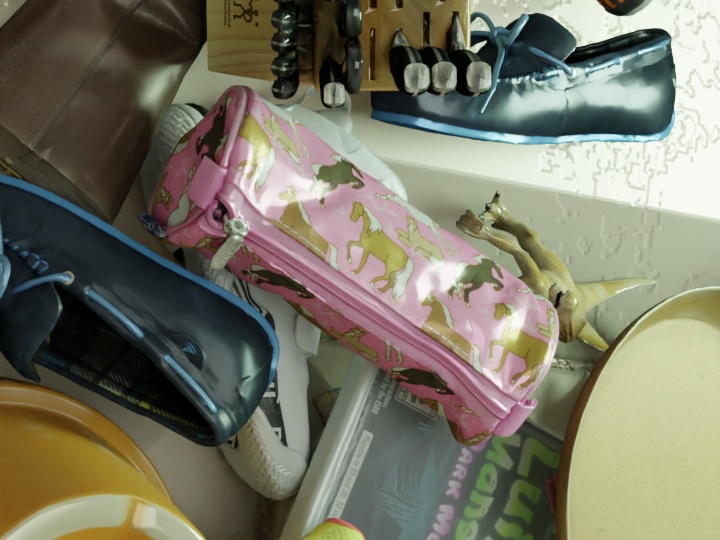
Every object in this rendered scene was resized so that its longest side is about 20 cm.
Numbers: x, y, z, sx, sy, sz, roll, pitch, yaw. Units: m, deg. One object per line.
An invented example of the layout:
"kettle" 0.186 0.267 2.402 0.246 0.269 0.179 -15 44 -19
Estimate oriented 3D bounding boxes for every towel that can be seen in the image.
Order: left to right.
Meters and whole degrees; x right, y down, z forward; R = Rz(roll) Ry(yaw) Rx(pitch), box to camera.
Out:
"towel" 0.154 0.191 0.986 0.144 0.023 0.200 -7 98 -39

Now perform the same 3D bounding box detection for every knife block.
"knife block" 0.024 -0.116 0.851 0.200 0.175 0.064 -16 113 -48

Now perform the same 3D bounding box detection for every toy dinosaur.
"toy dinosaur" 0.094 0.011 1.006 0.101 0.200 0.058 37 103 11

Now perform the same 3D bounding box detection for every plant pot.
"plant pot" -0.146 0.148 0.814 0.200 0.183 0.200 0 91 -29
"plant pot" 0.163 0.107 0.956 0.200 0.027 0.200 -4 96 -41

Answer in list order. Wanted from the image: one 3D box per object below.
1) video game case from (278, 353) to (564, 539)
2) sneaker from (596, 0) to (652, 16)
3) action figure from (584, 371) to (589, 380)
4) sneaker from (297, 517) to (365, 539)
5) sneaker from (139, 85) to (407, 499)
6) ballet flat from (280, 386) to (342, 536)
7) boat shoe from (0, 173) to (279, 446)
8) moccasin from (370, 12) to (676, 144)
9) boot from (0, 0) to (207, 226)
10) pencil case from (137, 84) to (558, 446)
"video game case" 0.039 0.160 0.937 0.182 0.023 0.200 30 73 -26
"sneaker" 0.116 -0.239 1.029 0.112 0.078 0.200 9 75 -25
"action figure" 0.210 0.070 1.075 0.200 0.069 0.130 -29 90 -32
"sneaker" 0.029 0.193 0.874 0.200 0.078 0.090 47 65 -19
"sneaker" -0.030 0.006 0.939 0.115 0.075 0.200 -17 95 -25
"ballet flat" -0.009 0.155 0.968 0.067 0.068 0.200 5 84 -10
"boat shoe" -0.134 0.014 0.841 0.200 0.084 0.069 20 49 4
"moccasin" 0.086 -0.105 1.009 0.200 0.080 0.068 -5 108 -42
"boot" -0.144 -0.139 0.868 0.186 0.064 0.200 37 70 -12
"pencil case" 0.000 0.000 0.869 0.200 0.083 0.087 34 63 -22
